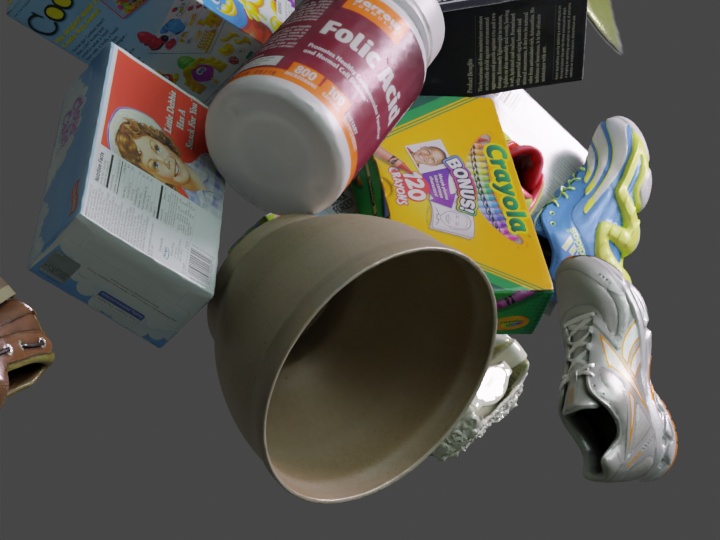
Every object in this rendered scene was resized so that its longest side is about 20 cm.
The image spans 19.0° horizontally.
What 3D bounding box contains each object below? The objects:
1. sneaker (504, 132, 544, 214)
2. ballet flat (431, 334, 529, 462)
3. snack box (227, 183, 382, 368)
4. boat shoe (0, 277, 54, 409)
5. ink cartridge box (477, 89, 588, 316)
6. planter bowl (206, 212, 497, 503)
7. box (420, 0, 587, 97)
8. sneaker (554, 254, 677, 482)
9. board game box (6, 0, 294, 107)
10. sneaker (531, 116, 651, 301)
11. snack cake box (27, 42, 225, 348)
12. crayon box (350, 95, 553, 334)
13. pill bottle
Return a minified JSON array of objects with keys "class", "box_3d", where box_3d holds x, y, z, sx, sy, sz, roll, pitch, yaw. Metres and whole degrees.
[{"class":"sneaker","box_3d":[0.122,-0.076,1.803,0.078,0.090,0.200,41,24,-14]},{"class":"ballet flat","box_3d":[0.100,0.089,1.695,0.072,0.072,0.200,47,30,-3]},{"class":"snack box","box_3d":[0.000,0.000,1.675,0.142,0.053,0.200,50,30,4]},{"class":"boat shoe","box_3d":[-0.241,0.067,1.277,0.068,0.072,0.200,46,31,-3]},{"class":"ink cartridge box","box_3d":[0.128,-0.076,1.935,0.200,0.044,0.174,43,56,-12]},{"class":"planter bowl","box_3d":[-0.023,0.041,1.493,0.200,0.201,0.135,10,22,-46]},{"class":"box","box_3d":[0.083,-0.262,1.913,0.197,0.124,0.201,-8,51,-4]},{"class":"sneaker","box_3d":[0.198,0.083,1.793,0.092,0.076,0.201,-7,75,-44]},{"class":"board game box","box_3d":[-0.158,-0.207,1.651,0.200,0.105,0.103,31,34,-28]},{"class":"sneaker","box_3d":[0.195,-0.055,1.897,0.105,0.076,0.201,17,64,-26]},{"class":"snack cake box","box_3d":[-0.160,-0.056,1.520,0.115,0.067,0.201,32,35,-23]},{"class":"crayon box","box_3d":[0.063,-0.044,1.654,0.118,0.058,0.201,0,51,-20]},{"class":"pill bottle","box_3d":[-0.020,-0.138,1.574,0.114,0.114,0.200,44,45,-8]}]
